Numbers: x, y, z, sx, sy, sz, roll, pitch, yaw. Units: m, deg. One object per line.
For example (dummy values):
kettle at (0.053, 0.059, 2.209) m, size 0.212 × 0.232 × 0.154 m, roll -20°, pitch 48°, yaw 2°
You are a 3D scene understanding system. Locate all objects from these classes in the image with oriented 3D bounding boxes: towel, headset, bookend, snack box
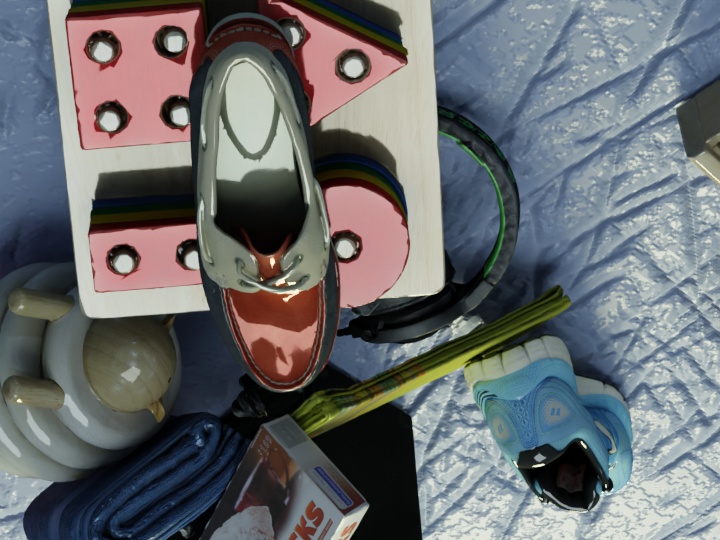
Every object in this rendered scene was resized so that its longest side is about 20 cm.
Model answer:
towel at (-0.133, 0.131, 1.457) m, size 0.112 × 0.200 × 0.049 m, roll -38°, pitch 98°, yaw -17°
towel at (0.029, 0.058, 1.432) m, size 0.200 × 0.018 × 0.086 m, roll -23°, pitch 173°, yaw -39°
headset at (0.000, 0.000, 1.383) m, size 0.123 × 0.094 × 0.200 m, roll 41°, pitch 108°, yaw -8°
bookend at (-0.062, 0.193, 1.525) m, size 0.092 × 0.199 × 0.200 m, roll 32°, pitch 127°, yaw -33°
snack box at (-0.062, 0.174, 1.399) m, size 0.024 × 0.072 × 0.200 m, roll -21°, pitch 148°, yaw -45°

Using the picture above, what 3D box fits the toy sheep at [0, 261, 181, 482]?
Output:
toy sheep at (-0.179, 0.058, 1.425) m, size 0.199 × 0.138 × 0.138 m, roll -6°, pitch 145°, yaw 45°

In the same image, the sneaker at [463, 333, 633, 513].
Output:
sneaker at (0.119, 0.111, 1.514) m, size 0.078 × 0.090 × 0.200 m, roll -22°, pitch 155°, yaw 16°

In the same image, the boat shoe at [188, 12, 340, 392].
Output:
boat shoe at (-0.047, -0.026, 1.237) m, size 0.071 × 0.063 × 0.201 m, roll -6°, pitch 113°, yaw -2°

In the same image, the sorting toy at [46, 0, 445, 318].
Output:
sorting toy at (-0.057, -0.068, 1.290) m, size 0.198 × 0.070 × 0.201 m, roll -4°, pitch 111°, yaw -1°

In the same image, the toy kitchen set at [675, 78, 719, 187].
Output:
toy kitchen set at (0.238, 0.026, 1.375) m, size 0.163 × 0.201 × 0.180 m, roll -33°, pitch 130°, yaw 26°
